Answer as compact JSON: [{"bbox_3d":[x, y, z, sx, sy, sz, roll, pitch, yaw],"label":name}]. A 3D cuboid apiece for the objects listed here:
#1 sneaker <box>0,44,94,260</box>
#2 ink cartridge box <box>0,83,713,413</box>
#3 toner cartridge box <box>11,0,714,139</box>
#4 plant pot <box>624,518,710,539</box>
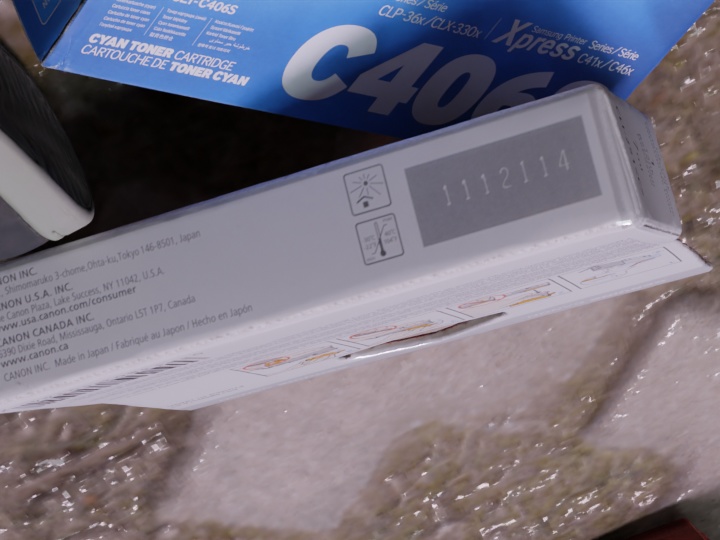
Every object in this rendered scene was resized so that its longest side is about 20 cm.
[{"bbox_3d":[-0.152,-0.039,0.555,0.106,0.075,0.200,-30,147,5],"label":"sneaker"},{"bbox_3d":[0.000,0.000,0.690,0.199,0.045,0.176,-16,173,14],"label":"ink cartridge box"},{"bbox_3d":[0.008,-0.087,0.627,0.200,0.043,0.095,8,133,-40],"label":"toner cartridge box"},{"bbox_3d":[0.143,0.236,1.031,0.176,0.200,0.200,-41,145,0],"label":"plant pot"}]
